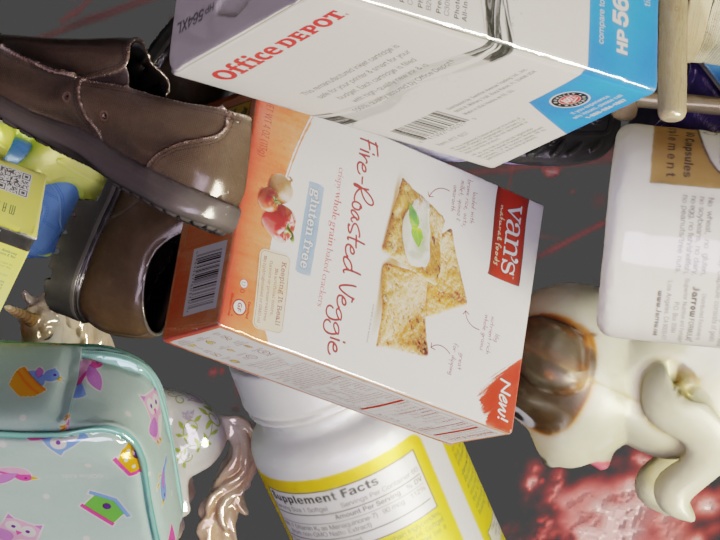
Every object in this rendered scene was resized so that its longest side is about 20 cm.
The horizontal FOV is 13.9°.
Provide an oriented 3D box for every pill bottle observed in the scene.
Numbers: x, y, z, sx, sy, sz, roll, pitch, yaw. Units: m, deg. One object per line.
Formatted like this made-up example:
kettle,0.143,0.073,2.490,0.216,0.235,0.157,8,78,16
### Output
pill bottle,0.006,0.118,1.670,0.114,0.114,0.201,-22,112,3
pill bottle,0.228,-0.012,1.554,0.199,0.114,0.115,6,111,5

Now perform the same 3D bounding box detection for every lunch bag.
lunch bag,-0.199,0.114,1.597,0.199,0.077,0.161,0,135,9

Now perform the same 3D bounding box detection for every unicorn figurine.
unicorn figurine,-0.146,0.086,1.673,0.199,0.074,0.138,16,109,-29

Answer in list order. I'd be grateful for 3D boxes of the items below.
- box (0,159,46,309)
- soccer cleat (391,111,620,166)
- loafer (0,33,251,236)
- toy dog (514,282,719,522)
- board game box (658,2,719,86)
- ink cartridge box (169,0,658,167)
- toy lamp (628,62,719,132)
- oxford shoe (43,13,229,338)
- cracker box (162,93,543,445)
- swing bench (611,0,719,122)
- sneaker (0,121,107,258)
box,-0.234,0.018,1.598,0.075,0.050,0.200,18,134,-12
soccer cleat,0.041,-0.088,1.606,0.199,0.073,0.069,5,75,0
loafer,-0.130,-0.088,1.514,0.200,0.073,0.071,29,91,23
toy dog,0.174,0.048,1.650,0.199,0.140,0.195,-11,103,-1
board game box,0.245,-0.202,1.607,0.200,0.040,0.153,-37,110,9
ink cartridge box,0.027,-0.128,1.462,0.199,0.146,0.085,15,69,-30
toy lamp,0.124,-0.124,1.617,0.200,0.058,0.058,33,105,-17
oxford shoe,-0.092,-0.056,1.592,0.084,0.073,0.201,22,92,25
cracker box,0.000,0.000,1.568,0.199,0.058,0.135,21,68,-34
swing bench,0.245,-0.168,1.526,0.198,0.130,0.201,5,92,-7
sneaker,-0.237,-0.059,1.596,0.199,0.076,0.105,19,109,-14
